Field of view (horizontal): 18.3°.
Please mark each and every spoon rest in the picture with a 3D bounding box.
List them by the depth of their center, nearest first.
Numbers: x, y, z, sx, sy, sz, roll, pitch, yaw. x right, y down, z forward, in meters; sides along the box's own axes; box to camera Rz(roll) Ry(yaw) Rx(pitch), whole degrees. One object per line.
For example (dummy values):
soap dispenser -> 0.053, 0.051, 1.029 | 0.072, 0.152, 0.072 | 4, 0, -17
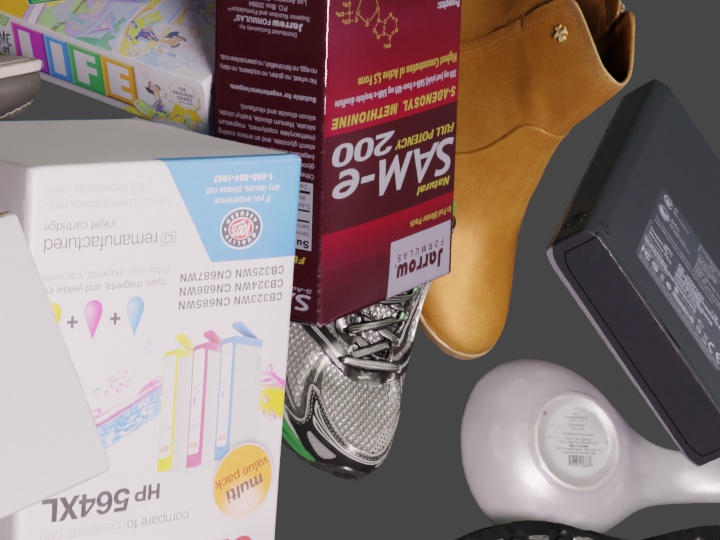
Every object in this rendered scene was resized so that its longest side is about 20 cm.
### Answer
spoon rest -> 0.138, 0.100, 1.169 | 0.200, 0.061, 0.099 | 8, 70, -24

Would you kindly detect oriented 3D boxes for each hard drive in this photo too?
hard drive -> 0.169, -0.005, 1.184 | 0.140, 0.033, 0.200 | 54, 30, -12

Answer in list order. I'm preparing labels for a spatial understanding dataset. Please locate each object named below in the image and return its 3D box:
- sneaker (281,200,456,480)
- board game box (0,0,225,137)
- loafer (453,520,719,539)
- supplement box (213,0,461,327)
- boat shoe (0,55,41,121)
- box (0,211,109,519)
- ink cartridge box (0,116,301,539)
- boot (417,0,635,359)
sneaker -> 0.000, 0.000, 1.054 | 0.078, 0.085, 0.200 | 17, 68, -36
board game box -> -0.073, -0.150, 1.013 | 0.200, 0.134, 0.034 | -53, 154, -37
loafer -> 0.118, 0.167, 1.115 | 0.200, 0.070, 0.068 | 2, 42, -25
supplement box -> -0.008, -0.087, 0.946 | 0.109, 0.061, 0.200 | -22, 118, -54
boat shoe -> -0.218, -0.047, 0.906 | 0.200, 0.067, 0.057 | -17, 109, -36
box -> -0.204, 0.061, 0.789 | 0.124, 0.200, 0.098 | -22, 91, -42
ink cartridge box -> -0.114, 0.046, 0.888 | 0.129, 0.125, 0.200 | -5, 103, -40
boot -> 0.077, -0.066, 1.097 | 0.071, 0.144, 0.201 | 2, 76, -39
